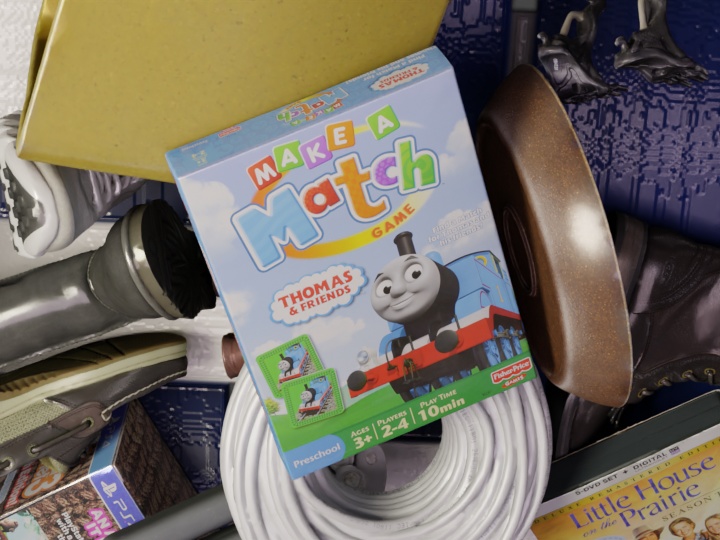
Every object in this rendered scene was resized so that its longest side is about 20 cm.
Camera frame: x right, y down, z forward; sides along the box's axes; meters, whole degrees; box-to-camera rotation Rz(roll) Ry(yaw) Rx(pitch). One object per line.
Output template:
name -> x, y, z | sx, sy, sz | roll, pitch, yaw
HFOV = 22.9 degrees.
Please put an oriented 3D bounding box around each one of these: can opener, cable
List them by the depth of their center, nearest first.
cable -> 0.014, 0.101, 1.046 | 0.199, 0.069, 0.201 | -27, 106, -5
can opener -> -0.069, 0.150, 1.099 | 0.199, 0.066, 0.053 | -24, 102, -30

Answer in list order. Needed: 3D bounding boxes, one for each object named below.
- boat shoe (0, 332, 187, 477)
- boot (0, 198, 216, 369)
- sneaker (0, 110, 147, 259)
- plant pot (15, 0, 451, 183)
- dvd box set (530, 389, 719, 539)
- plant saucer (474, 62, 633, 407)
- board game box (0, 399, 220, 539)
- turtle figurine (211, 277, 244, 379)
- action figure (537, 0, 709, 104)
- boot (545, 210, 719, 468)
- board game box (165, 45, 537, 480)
boat shoe -> -0.194, 0.093, 1.087 | 0.200, 0.072, 0.066 | -19, 101, -27
boot -> -0.194, 0.020, 1.049 | 0.198, 0.182, 0.073 | -10, 78, 4
sneaker -> -0.160, -0.058, 0.994 | 0.080, 0.200, 0.076 | -9, 105, -4
plant pot -> -0.061, -0.154, 0.957 | 0.199, 0.196, 0.195 | 15, 113, -13
dvd box set -> 0.200, 0.172, 1.142 | 0.146, 0.030, 0.200 | -25, 131, 10
plant saucer -> 0.103, -0.016, 1.002 | 0.034, 0.200, 0.202 | -15, 113, -6
board game box -> -0.198, 0.204, 1.156 | 0.199, 0.097, 0.160 | -25, 111, 11
turtle figurine -> -0.006, 0.030, 1.098 | 0.160, 0.064, 0.201 | -7, 113, 3
action figure -> 0.136, -0.194, 0.983 | 0.118, 0.102, 0.202 | -13, 73, 35
boot -> 0.215, 0.061, 1.109 | 0.173, 0.069, 0.201 | 13, 113, -7
board game box -> 0.000, 0.000, 0.939 | 0.150, 0.037, 0.201 | -22, 121, -6
